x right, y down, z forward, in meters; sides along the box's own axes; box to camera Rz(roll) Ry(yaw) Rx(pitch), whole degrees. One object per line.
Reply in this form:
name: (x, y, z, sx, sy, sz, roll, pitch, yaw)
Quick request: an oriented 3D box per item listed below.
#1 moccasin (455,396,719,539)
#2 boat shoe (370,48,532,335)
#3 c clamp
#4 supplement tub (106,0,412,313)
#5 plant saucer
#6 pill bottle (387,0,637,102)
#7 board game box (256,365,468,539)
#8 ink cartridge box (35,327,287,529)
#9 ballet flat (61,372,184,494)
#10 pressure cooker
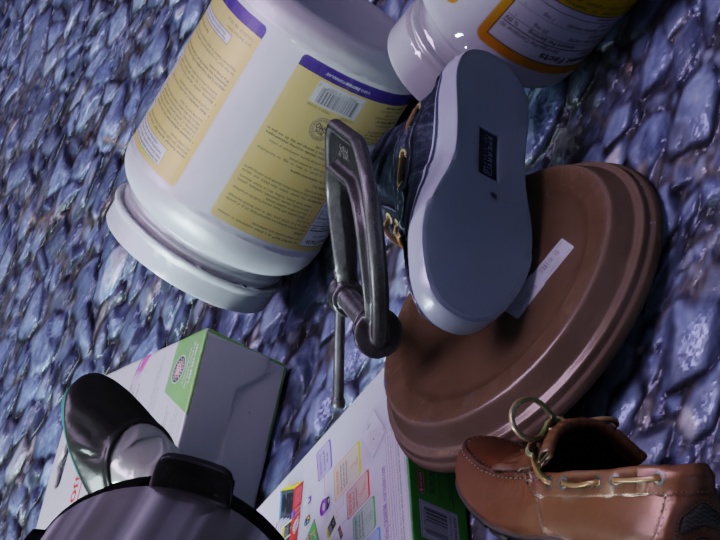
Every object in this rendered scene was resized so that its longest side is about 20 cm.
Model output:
moccasin: (0.109, 0.102, 1.474, 0.201, 0.073, 0.078, -165, 75, -67)
boat shoe: (0.044, -0.025, 1.654, 0.091, 0.071, 0.201, -44, 25, 40)
c clamp: (0.000, 0.000, 1.688, 0.200, 0.027, 0.172, -161, 67, -83)
supplement tub: (-0.064, -0.088, 1.948, 0.201, 0.145, 0.146, -58, 25, 17)
plant saucer: (0.082, 0.019, 1.635, 0.200, 0.029, 0.201, -37, 29, 25)
pill bottle: (0.104, -0.176, 1.720, 0.200, 0.111, 0.111, -47, 29, 36)
board game box: (-0.013, 0.165, 1.729, 0.200, 0.040, 0.153, -49, 29, 34)
ink cartridge box: (-0.135, 0.123, 1.991, 0.200, 0.067, 0.118, -24, 47, 55)
ballet flat: (-0.119, 0.154, 1.841, 0.068, 0.201, 0.068, -28, 11, -40)
pressure cooker: (-0.115, 0.210, 1.620, 0.175, 0.179, 0.200, -31, 11, 19)
